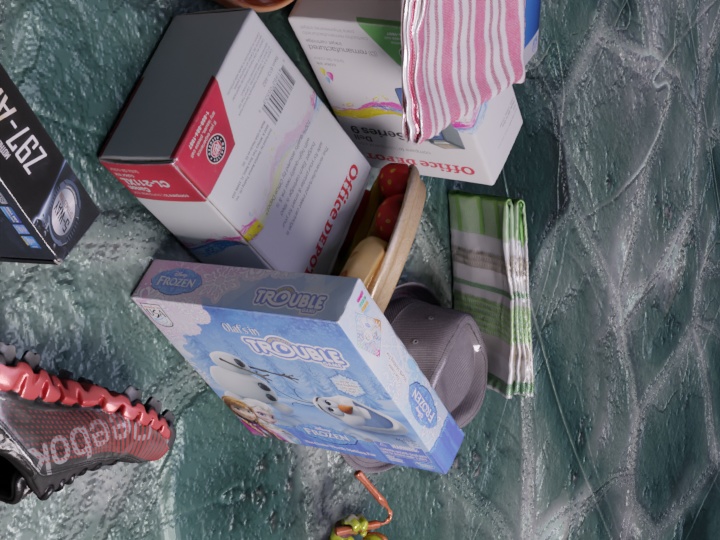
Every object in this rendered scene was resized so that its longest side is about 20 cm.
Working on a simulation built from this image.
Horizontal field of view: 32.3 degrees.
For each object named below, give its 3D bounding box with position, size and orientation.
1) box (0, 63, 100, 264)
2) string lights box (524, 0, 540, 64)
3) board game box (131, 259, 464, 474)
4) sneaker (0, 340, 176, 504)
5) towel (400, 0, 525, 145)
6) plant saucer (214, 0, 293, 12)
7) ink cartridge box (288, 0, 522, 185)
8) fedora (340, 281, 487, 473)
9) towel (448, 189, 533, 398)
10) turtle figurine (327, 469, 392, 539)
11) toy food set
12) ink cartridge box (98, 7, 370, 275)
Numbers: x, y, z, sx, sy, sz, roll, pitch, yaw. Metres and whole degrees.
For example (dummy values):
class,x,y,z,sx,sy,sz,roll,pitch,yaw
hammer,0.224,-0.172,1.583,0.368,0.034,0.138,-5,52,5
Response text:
class,x,y,z,sx,sy,sz,roll,pitch,yaw
box,-0.256,-0.091,0.680,0.044,0.160,0.200,-59,138,-35
string lights box,0.120,-0.295,1.195,0.059,0.102,0.201,-52,152,-39
board game box,-0.046,0.074,0.959,0.043,0.199,0.199,-61,138,-29
sneaker,-0.208,0.114,0.846,0.200,0.071,0.098,27,71,-51
towel,0.089,-0.194,0.980,0.200,0.030,0.147,-35,131,-50
plant saucer,-0.095,-0.309,0.999,0.200,0.032,0.201,-10,102,-55
ink cartridge box,0.045,-0.174,1.089,0.088,0.145,0.200,-64,149,-24
fedora,0.061,0.106,1.210,0.200,0.090,0.177,-46,129,-42
towel,0.125,0.022,1.267,0.031,0.149,0.201,-8,99,-23
turtle figurine,-0.021,0.285,1.136,0.161,0.064,0.201,-45,137,-34
toy food set,0.000,0.000,1.066,0.198,0.048,0.201,122,-11,-62
ink cartridge box,-0.091,-0.083,0.982,0.200,0.083,0.146,50,53,-45
